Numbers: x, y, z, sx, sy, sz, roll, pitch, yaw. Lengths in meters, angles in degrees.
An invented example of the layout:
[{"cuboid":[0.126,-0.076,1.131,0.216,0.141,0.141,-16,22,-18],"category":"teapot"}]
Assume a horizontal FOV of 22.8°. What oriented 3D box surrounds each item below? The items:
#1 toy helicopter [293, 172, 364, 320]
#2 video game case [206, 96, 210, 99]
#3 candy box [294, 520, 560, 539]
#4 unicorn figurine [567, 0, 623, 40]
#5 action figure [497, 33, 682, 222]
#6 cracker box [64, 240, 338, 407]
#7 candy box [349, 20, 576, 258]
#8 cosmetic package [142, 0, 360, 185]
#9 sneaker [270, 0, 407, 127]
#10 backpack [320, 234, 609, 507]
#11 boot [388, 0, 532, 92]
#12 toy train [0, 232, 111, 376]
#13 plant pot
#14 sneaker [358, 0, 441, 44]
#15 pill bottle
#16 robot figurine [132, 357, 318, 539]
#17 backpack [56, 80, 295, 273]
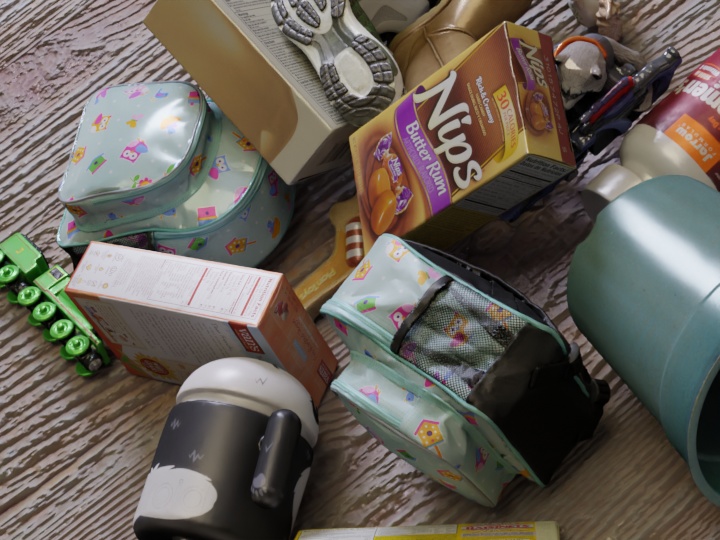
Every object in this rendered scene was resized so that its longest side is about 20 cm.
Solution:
[{"cuboid":[0.000,0.000,1.527,0.200,0.079,0.133,-39,58,7],"category":"toy helicopter"},{"cuboid":[-0.090,-0.248,1.716,0.143,0.019,0.201,-32,33,53],"category":"video game case"},{"cuboid":[0.047,0.207,1.298,0.198,0.102,0.027,-3,92,5],"category":"candy box"},{"cuboid":[0.190,-0.289,1.618,0.073,0.137,0.202,-18,69,19],"category":"unicorn figurine"},{"cuboid":[0.156,-0.123,1.451,0.200,0.194,0.105,-40,79,-16],"category":"action figure"},{"cuboid":[-0.132,0.047,1.497,0.199,0.134,0.058,10,60,29],"category":"cracker box"},{"cuboid":[0.075,-0.094,1.401,0.200,0.056,0.118,-33,56,42],"category":"candy box"},{"cuboid":[-0.084,-0.176,1.552,0.200,0.105,0.071,48,119,11],"category":"cosmetic package"},{"cuboid":[-0.013,-0.196,1.537,0.077,0.089,0.201,-32,63,15],"category":"sneaker"},{"cuboid":[0.064,0.071,1.350,0.153,0.176,0.200,-47,56,0],"category":"backpack"},{"cuboid":[0.106,-0.184,1.564,0.175,0.066,0.200,-41,28,16],"category":"boot"},{"cuboid":[-0.283,0.029,1.642,0.056,0.042,0.200,-36,48,-18],"category":"toy train"},{"cuboid":[0.263,0.038,1.300,0.200,0.201,0.196,-37,41,-5],"category":"plant pot"},{"cuboid":[0.042,-0.260,1.695,0.199,0.089,0.074,-32,21,-30],"category":"sneaker"},{"cuboid":[0.279,-0.097,1.432,0.200,0.110,0.109,-42,50,-9],"category":"pill bottle"},{"cuboid":[-0.103,0.168,1.401,0.149,0.125,0.201,4,62,25],"category":"robot figurine"},{"cuboid":[-0.163,-0.079,1.596,0.198,0.154,0.177,-1,50,14],"category":"backpack"}]
